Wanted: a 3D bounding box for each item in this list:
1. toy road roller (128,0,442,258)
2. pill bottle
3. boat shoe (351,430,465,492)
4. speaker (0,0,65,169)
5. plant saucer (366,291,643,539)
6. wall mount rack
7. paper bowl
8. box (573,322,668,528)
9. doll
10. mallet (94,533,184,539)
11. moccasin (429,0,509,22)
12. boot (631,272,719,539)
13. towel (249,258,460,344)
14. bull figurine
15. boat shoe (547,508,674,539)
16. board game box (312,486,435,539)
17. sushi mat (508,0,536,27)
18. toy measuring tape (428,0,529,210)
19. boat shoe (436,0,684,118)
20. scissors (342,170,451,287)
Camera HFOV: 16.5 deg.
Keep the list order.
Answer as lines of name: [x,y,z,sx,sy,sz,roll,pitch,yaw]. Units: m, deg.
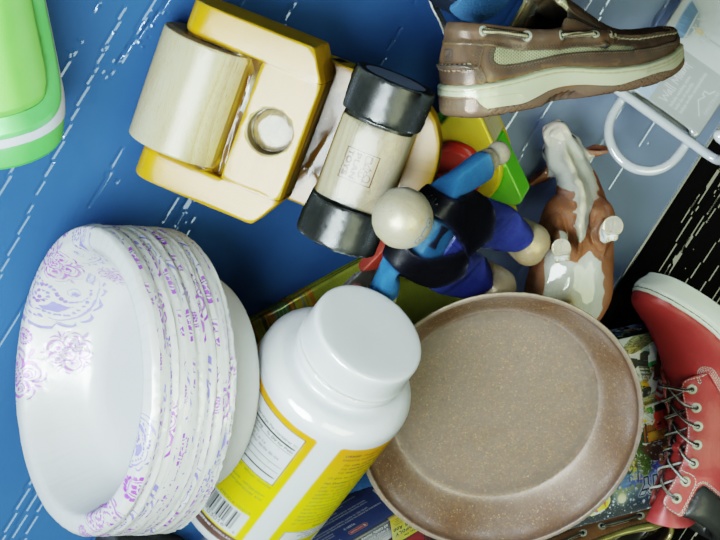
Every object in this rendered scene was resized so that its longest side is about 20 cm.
toy road roller: [-0.043,-0.098,1.670,0.199,0.146,0.123,22,102,4]
pill bottle: [-0.038,0.100,1.659,0.109,0.110,0.200,5,140,-31]
boat shoe: [0.026,0.108,1.792,0.199,0.069,0.084,-14,157,-15]
speaker: [-0.237,-0.167,1.533,0.088,0.088,0.201,-20,119,-21]
plant saucer: [0.096,0.099,1.729,0.199,0.037,0.201,-2,116,-4]
wall mount rack: [0.227,-0.176,1.789,0.173,0.075,0.200,35,78,-4]
paper bowl: [-0.139,0.072,1.621,0.104,0.201,0.202,3,109,-32]
box: [0.176,0.120,1.898,0.199,0.038,0.137,-12,100,-25]
doll: [0.061,-0.026,1.654,0.137,0.048,0.200,-54,154,10]
mallet: [-0.142,0.128,1.747,0.066,0.041,0.201,2,106,-33]
moccasin: [0.098,-0.266,1.678,0.200,0.068,0.080,-56,134,-9]
boot: [0.241,0.109,1.871,0.144,0.072,0.200,-49,117,-13]
towel: [-0.006,0.033,1.793,0.199,0.018,0.086,-29,126,-16]
bull figurine: [0.151,-0.004,1.791,0.065,0.121,0.201,2,103,0]
boat shoe: [0.153,0.235,1.937,0.200,0.068,0.072,-36,124,-11]
board game box: [-0.021,0.263,1.846,0.199,0.062,0.201,-27,132,-27]
sushi mat: [0.140,-0.216,1.730,0.012,0.096,0.201,30,96,5]
toy measuring tape: [0.054,-0.112,1.743,0.073,0.074,0.201,-30,106,-15]
boat shoe: [0.138,-0.154,1.669,0.202,0.075,0.075,-15,103,-37]
scissors: [0.000,0.000,1.731,0.199,0.014,0.073,-32,138,6]
